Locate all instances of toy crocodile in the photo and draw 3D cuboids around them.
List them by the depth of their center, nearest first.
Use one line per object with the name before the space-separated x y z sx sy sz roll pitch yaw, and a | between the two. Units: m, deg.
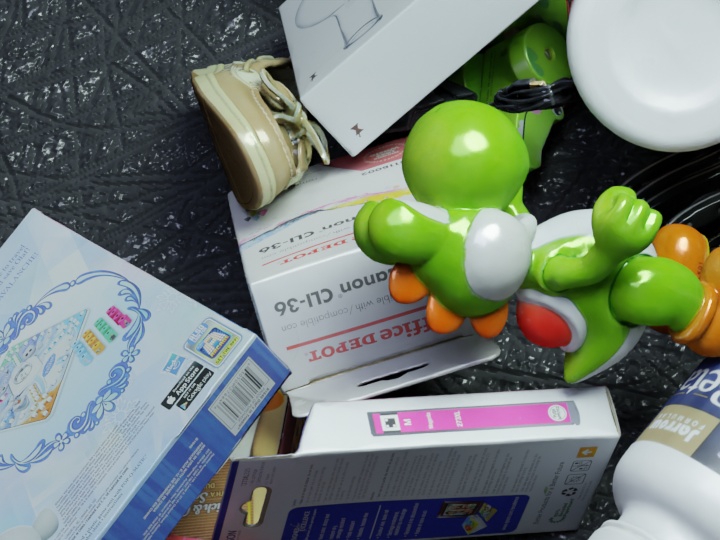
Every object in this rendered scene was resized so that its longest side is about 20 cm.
toy crocodile | 0.094 -0.138 1.626 0.067 0.062 0.201 -29 47 44

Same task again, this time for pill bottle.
pill bottle | 0.196 0.100 1.428 0.111 0.111 0.200 33 70 26
pill bottle | 0.166 -0.131 1.520 0.112 0.200 0.113 1 101 5

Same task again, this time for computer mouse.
computer mouse | 0.052 -0.096 1.553 0.058 0.200 0.034 -9 93 -34

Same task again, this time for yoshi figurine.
yoshi figurine | 0.095 -0.026 1.397 0.199 0.112 0.112 13 47 -24

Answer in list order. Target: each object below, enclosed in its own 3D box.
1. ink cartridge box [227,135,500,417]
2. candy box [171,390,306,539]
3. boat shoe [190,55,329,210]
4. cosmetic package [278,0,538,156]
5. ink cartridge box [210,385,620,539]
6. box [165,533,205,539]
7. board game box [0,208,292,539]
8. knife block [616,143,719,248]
ink cartridge box | 0.000 0.000 1.491 0.116 0.068 0.200 -18 21 -1
candy box | -0.133 0.099 1.524 0.199 0.055 0.116 3 60 12
boat shoe | -0.053 -0.086 1.559 0.062 0.074 0.200 -21 17 -2
cosmetic package | 0.048 -0.167 1.569 0.200 0.052 0.151 -40 24 11
ink cartridge box | 0.024 0.101 1.436 0.199 0.095 0.037 -4 56 -15
box | -0.117 0.236 1.415 0.102 0.095 0.201 9 61 16
board game box | -0.162 0.085 1.443 0.199 0.043 0.200 28 76 44
knife block | 0.236 -0.065 1.543 0.175 0.064 0.200 1 41 30
